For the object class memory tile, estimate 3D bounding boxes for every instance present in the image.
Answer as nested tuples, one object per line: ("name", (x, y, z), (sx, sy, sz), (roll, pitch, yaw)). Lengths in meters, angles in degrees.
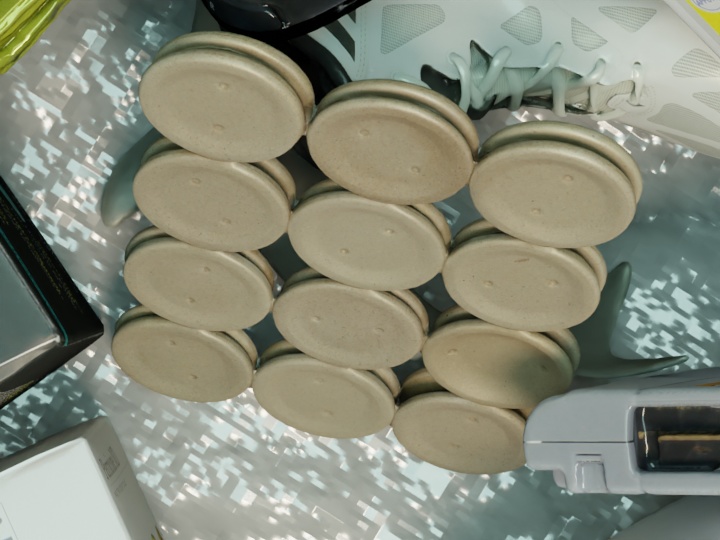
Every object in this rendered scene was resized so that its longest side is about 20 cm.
("memory tile", (0.000, 0.000, 0.833), (0.153, 0.200, 0.017), (14, 57, -1))

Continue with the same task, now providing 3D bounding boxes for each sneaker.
("sneaker", (0.044, -0.058, 0.843), (0.200, 0.076, 0.115), (25, 57, -1))

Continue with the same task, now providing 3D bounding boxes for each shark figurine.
("shark figurine", (-0.003, -0.017, 0.878), (0.128, 0.090, 0.214), (-42, 91, -1))

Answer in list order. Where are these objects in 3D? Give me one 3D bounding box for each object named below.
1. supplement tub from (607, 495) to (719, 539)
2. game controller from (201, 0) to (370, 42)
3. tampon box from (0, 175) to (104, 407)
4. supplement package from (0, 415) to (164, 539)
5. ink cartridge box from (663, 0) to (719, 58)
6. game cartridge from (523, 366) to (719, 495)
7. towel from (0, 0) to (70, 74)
("supplement tub", (0.135, 0.183, 0.857), (0.140, 0.140, 0.200), (-34, 92, -3))
("game controller", (-0.029, -0.152, 0.834), (0.104, 0.042, 0.200), (-23, 50, -8))
("tampon box", (-0.174, -0.005, 0.809), (0.126, 0.200, 0.150), (-34, 91, -2))
("supplement package", (-0.094, 0.161, 0.857), (0.109, 0.114, 0.200), (-24, 92, -2))
("ink cartridge box", (0.138, -0.163, 0.835), (0.200, 0.047, 0.198), (43, 59, -25))
("game cartridge", (0.168, 0.048, 0.824), (0.200, 0.133, 0.042), (-3, 95, 32))
("towel", (-0.142, -0.143, 0.846), (0.086, 0.018, 0.200), (-45, 54, -5))
